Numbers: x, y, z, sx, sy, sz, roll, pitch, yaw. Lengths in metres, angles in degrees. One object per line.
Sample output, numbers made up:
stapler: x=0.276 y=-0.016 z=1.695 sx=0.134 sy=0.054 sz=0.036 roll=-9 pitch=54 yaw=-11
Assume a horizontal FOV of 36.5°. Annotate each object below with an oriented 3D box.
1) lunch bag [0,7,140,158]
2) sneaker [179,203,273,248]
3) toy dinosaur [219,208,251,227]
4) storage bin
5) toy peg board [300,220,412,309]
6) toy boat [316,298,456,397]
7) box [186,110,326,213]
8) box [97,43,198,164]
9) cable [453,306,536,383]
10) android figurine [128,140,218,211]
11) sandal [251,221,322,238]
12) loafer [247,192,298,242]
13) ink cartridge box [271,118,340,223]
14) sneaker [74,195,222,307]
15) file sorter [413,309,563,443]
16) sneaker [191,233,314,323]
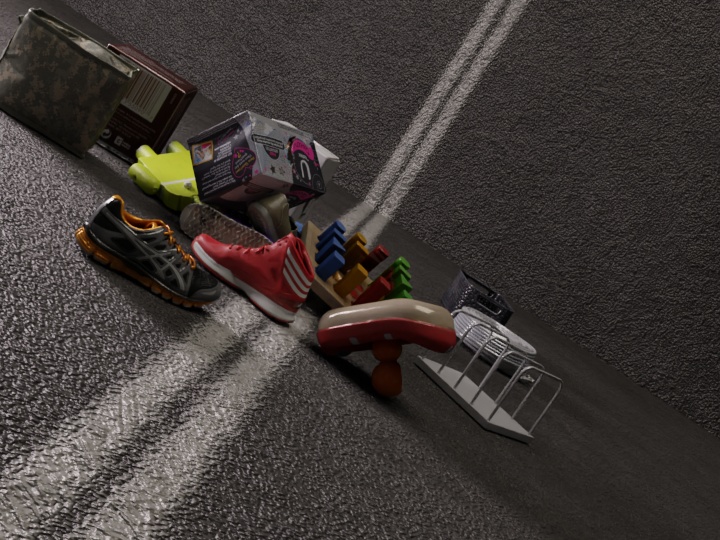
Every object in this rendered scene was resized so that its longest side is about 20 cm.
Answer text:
lunch bag: x=-0.489 y=-0.308 z=1.768 sx=0.199 sy=0.165 sz=0.118 roll=32 pitch=14 yaw=-12
sneaker: x=-0.187 y=-0.044 z=1.741 sx=0.199 sy=0.070 sz=0.099 roll=35 pitch=6 yaw=9
toy dinosaur: x=-0.205 y=-0.093 z=1.959 sx=0.198 sy=0.103 sz=0.136 roll=16 pitch=-10 yaw=-12
storage bin: x=0.285 y=0.085 z=2.682 sx=0.135 sy=0.094 sz=0.200 roll=32 pitch=8 yaw=-8
toy peg board: x=0.000 y=0.000 z=1.828 sx=0.199 sy=0.098 sz=0.200 roll=44 pitch=17 yaw=-18
toy boat: x=0.040 y=0.114 z=1.550 sx=0.198 sy=0.132 sz=0.130 roll=-10 pitch=-10 yaw=24
box: x=-0.166 y=-0.169 z=1.790 sx=0.200 sy=0.131 sz=0.116 roll=9 pitch=64 yaw=-61
box: x=-0.420 y=-0.308 z=2.025 sx=0.165 sy=0.165 sz=0.200 roll=31 pitch=8 yaw=-7
cable: x=0.290 y=0.155 z=2.392 sx=0.199 sy=0.070 sz=0.200 roll=27 pitch=11 yaw=-37
android figurine: x=-0.301 y=-0.160 z=1.871 sx=0.181 sy=0.041 sz=0.200 roll=-12 pitch=40 yaw=-35
sandal: x=-0.119 y=-0.049 z=1.919 sx=0.200 sy=0.079 sz=0.088 roll=35 pitch=41 yaw=-45
loafer: x=-0.128 y=-0.053 z=1.789 sx=0.075 sy=0.070 sz=0.201 roll=43 pitch=-19 yaw=27
ink cartridge box: x=-0.156 y=-0.171 z=2.117 sx=0.146 sy=0.201 sz=0.083 roll=35 pitch=10 yaw=13
sneaker: x=-0.251 y=-0.020 z=1.352 sx=0.199 sy=0.078 sz=0.078 roll=30 pitch=7 yaw=-29
file sorter: x=0.220 y=0.174 z=1.850 sx=0.138 sy=0.125 sz=0.200 roll=25 pitch=11 yaw=-45
sneaker: x=-0.148 y=-0.022 z=1.605 sx=0.199 sy=0.116 sz=0.078 roll=36 pitch=9 yaw=13
